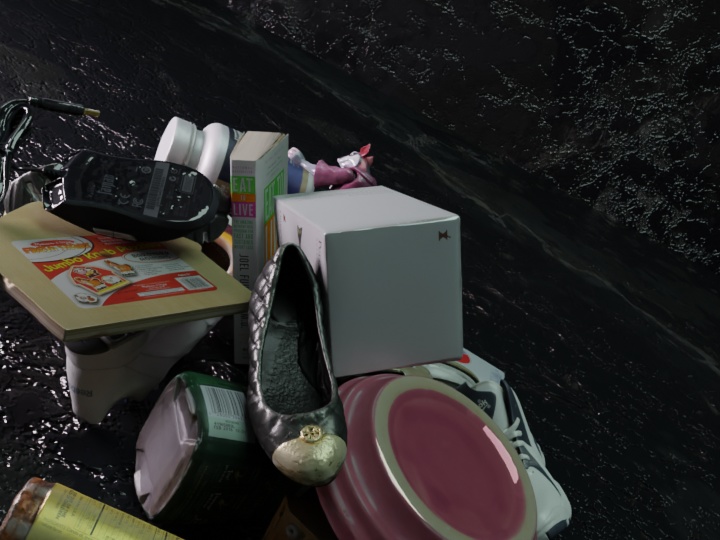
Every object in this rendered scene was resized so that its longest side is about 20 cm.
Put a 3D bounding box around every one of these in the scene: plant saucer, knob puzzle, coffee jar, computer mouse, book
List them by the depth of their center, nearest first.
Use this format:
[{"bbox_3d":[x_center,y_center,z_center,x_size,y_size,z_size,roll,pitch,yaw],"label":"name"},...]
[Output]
[{"bbox_3d":[0.057,0.152,0.654,0.198,0.051,0.202,29,33,-21],"label":"plant saucer"},{"bbox_3d":[-0.063,0.143,0.684,0.197,0.105,0.086,16,31,-36],"label":"coffee jar"},{"bbox_3d":[-0.207,-0.001,0.707,0.215,0.031,0.220,15,22,-6],"label":"knob puzzle"},{"bbox_3d":[-0.218,-0.081,0.756,0.196,0.046,0.142,6,47,-13],"label":"computer mouse"},{"bbox_3d":[-0.106,-0.026,0.909,0.047,0.204,0.134,3,20,4],"label":"book"}]

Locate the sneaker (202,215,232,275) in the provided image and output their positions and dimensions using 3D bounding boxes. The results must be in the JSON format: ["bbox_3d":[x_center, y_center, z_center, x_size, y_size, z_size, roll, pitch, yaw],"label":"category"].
[{"bbox_3d":[-0.198,-0.052,1.016,0.198,0.076,0.090,34,14,13],"label":"sneaker"}]

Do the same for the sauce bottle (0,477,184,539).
[{"bbox_3d":[-0.123,0.193,0.541,0.198,0.067,0.066,29,19,-9],"label":"sauce bottle"}]

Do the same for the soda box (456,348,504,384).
[{"bbox_3d":[0.063,0.104,1.019,0.198,0.069,0.064,31,20,2],"label":"soda box"}]

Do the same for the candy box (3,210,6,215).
[{"bbox_3d":[-0.245,-0.011,0.872,0.199,0.056,0.114,40,24,28],"label":"candy box"}]

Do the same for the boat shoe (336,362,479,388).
[{"bbox_3d":[0.039,0.126,0.935,0.196,0.076,0.069,13,24,-14],"label":"boat shoe"}]

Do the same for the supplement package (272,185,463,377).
[{"bbox_3d":[0.000,0.000,0.781,0.115,0.120,0.200,-6,13,-16],"label":"supplement package"}]

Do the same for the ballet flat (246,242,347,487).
[{"bbox_3d":[-0.049,0.062,0.632,0.065,0.058,0.202,-1,43,-15],"label":"ballet flat"}]

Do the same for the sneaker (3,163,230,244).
[{"bbox_3d":[-0.226,-0.052,0.832,0.196,0.080,0.090,5,2,-25],"label":"sneaker"}]

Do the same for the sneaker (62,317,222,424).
[{"bbox_3d":[-0.180,0.057,0.751,0.073,0.089,0.199,21,22,20],"label":"sneaker"}]

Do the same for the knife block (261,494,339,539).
[{"bbox_3d":[0.040,0.235,0.669,0.199,0.065,0.175,38,20,21],"label":"knife block"}]

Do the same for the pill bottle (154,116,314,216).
[{"bbox_3d":[-0.168,-0.125,1.185,0.197,0.112,0.112,20,21,-24],"label":"pill bottle"}]

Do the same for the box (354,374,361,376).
[{"bbox_3d":[0.002,0.034,0.941,0.116,0.049,0.199,23,35,24],"label":"box"}]

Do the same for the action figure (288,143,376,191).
[{"bbox_3d":[-0.030,-0.072,1.116,0.133,0.202,0.148,37,-13,-36],"label":"action figure"}]

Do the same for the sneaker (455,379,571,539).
[{"bbox_3d":[0.131,0.173,0.860,0.131,0.079,0.199,54,16,-10],"label":"sneaker"}]
